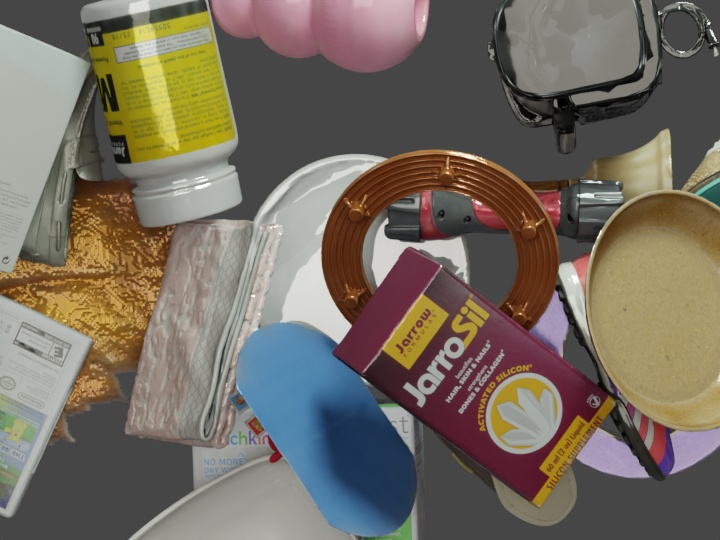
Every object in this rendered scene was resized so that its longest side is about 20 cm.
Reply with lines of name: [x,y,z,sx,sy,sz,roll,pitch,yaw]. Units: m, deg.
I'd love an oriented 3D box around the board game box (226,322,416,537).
board game box: [-0.037,0.138,1.572,0.039,0.158,0.200,-37,84,31]

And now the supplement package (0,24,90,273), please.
supplement package: [-0.366,-0.127,1.660,0.150,0.151,0.201,23,93,46]

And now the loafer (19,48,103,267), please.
loafer: [-0.263,-0.101,1.723,0.069,0.070,0.201,21,97,-3]

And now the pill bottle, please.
pill bottle: [-0.171,-0.147,1.679,0.114,0.114,0.201,-12,100,5]

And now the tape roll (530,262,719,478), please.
tape roll: [0.242,0.079,1.665,0.199,0.085,0.201,0,91,5]

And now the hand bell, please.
hand bell: [0.171,-0.069,1.665,0.199,0.104,0.105,-1,90,8]

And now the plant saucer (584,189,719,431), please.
plant saucer: [0.257,0.035,1.566,0.199,0.035,0.201,7,75,-29]

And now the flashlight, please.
flashlight: [0.120,-0.055,1.591,0.199,0.068,0.068,1,115,5]

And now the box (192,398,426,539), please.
box: [-0.043,0.204,1.685,0.199,0.097,0.177,-1,92,6]

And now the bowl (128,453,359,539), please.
bowl: [-0.085,0.269,1.606,0.200,0.075,0.200,-32,88,7]

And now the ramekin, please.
ramekin: [0.000,0.000,1.682,0.201,0.094,0.204,0,90,5]

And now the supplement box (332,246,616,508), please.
supplement box: [0.092,0.086,1.539,0.200,0.086,0.111,37,88,-20]

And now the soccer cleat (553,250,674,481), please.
soccer cleat: [0.229,0.077,1.592,0.073,0.068,0.201,-23,85,3]

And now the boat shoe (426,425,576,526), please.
boat shoe: [0.117,0.152,1.658,0.072,0.059,0.200,-49,123,-2]

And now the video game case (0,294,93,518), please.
video game case: [-0.372,0.104,1.752,0.199,0.022,0.183,25,92,4]

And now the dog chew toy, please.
dog chew toy: [-0.042,-0.241,1.678,0.199,0.125,0.125,5,90,13]

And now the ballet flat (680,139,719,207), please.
ballet flat: [0.362,-0.110,1.673,0.199,0.071,0.065,-23,60,2]

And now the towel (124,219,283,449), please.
towel: [-0.141,0.052,1.645,0.032,0.191,0.201,19,81,-26]

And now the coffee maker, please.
coffee maker: [0.206,-0.200,1.611,0.192,0.200,0.135,-33,88,4]

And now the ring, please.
ring: [0.065,-0.006,1.573,0.199,0.019,0.201,3,120,5]
